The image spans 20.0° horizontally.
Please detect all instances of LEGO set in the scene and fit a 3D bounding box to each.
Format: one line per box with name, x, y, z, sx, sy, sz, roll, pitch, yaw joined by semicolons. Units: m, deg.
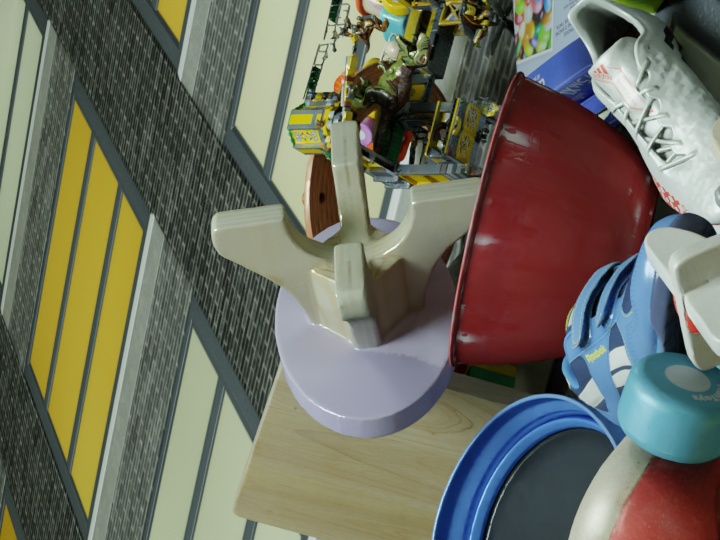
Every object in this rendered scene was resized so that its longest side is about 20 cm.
LEGO set;0.045;-0.148;1.485;0.116;0.154;0.200;2;63;42

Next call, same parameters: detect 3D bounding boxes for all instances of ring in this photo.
ring;0.017;-0.061;1.572;0.019;0.200;0.201;5;92;37

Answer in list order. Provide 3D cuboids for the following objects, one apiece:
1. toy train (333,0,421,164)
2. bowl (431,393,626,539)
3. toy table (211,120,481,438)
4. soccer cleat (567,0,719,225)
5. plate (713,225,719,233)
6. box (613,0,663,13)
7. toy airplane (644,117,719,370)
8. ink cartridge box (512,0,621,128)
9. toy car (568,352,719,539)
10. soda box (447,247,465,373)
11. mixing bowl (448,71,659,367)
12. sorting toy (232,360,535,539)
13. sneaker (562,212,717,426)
toy train;0.023;-0.169;1.649;0.150;0.056;0.200;-28;-43;-67
bowl;0.121;0.182;1.325;0.201;0.039;0.201;-28;54;47
toy table;0.000;0.000;1.378;0.200;0.184;0.117;-111;8;-49
soccer cleat;0.186;-0.103;1.276;0.069;0.085;0.200;-45;38;24
plate;0.212;0.080;1.272;0.200;0.032;0.200;120;146;-49
box;0.180;-0.242;1.288;0.200;0.048;0.122;98;173;-85
toy airplane;0.249;-0.010;1.036;0.199;0.141;0.200;-4;55;41
ink cartridge box;0.150;-0.189;1.455;0.119;0.042;0.200;148;121;-64
toy car;0.227;0.151;1.093;0.200;0.177;0.185;28;120;22
soda box;0.081;0.047;1.556;0.200;0.063;0.071;128;140;-55
mixing bowl;0.133;-0.022;1.333;0.200;0.108;0.201;12;-90;-81
sorting toy;0.025;0.123;1.517;0.070;0.200;0.199;-79;7;-46
sneaker;0.156;0.030;1.177;0.082;0.074;0.200;30;151;18
